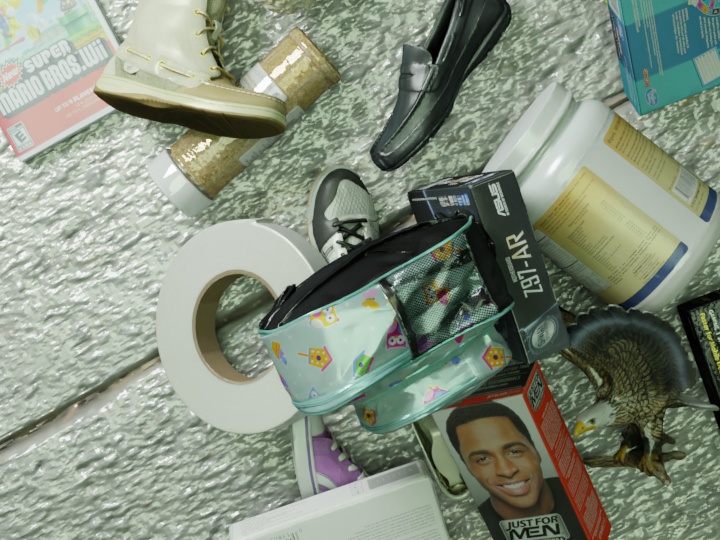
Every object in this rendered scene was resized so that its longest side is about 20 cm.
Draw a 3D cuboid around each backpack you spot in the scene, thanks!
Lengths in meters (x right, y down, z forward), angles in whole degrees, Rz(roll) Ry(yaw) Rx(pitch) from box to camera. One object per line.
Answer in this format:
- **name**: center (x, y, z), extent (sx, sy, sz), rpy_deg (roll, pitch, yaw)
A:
- **backpack**: center (0.019, 0.051, 1.062), extent (0.198, 0.176, 0.155), rpy_deg (-21, 95, -10)

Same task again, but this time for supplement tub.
- **supplement tub**: center (0.220, -0.066, 1.172), extent (0.199, 0.144, 0.145), rpy_deg (37, 96, -3)

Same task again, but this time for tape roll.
- **tape roll**: center (-0.106, 0.052, 1.200), extent (0.201, 0.037, 0.205), rpy_deg (1, 92, 30)

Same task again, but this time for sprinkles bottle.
- **sprinkles bottle**: center (-0.111, -0.140, 1.206), extent (0.200, 0.068, 0.068), rpy_deg (-43, 95, 5)

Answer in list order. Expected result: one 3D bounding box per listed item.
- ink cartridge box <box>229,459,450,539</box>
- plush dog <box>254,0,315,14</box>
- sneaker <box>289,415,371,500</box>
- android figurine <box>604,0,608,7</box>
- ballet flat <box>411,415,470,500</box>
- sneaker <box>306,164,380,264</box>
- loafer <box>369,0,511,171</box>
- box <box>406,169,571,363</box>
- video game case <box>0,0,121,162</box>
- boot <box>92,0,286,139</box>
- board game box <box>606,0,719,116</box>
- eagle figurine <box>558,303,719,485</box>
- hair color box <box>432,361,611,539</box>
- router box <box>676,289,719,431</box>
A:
- **ink cartridge box**: center (-0.006, 0.297, 1.215), extent (0.198, 0.045, 0.178), rpy_deg (-18, 107, -3)
- **plush dog**: center (-0.056, -0.364, 1.145), extent (0.200, 0.160, 0.172), rpy_deg (50, 59, -4)
- **sneaker**: center (-0.005, 0.206, 1.250), extent (0.113, 0.073, 0.202), rpy_deg (-14, 107, -1)
- **android figurine**: center (0.290, -0.336, 1.190), extent (0.180, 0.041, 0.202), rpy_deg (16, 96, -1)
- **ballet flat**: center (0.071, 0.134, 1.237), extent (0.069, 0.069, 0.202), rpy_deg (-21, 96, 3)
- **sneaker**: center (0.000, 0.000, 1.203), extent (0.075, 0.088, 0.202), rpy_deg (-10, 99, -22)
- **loafer**: center (0.063, -0.187, 1.193), extent (0.070, 0.068, 0.201), rpy_deg (34, 90, -21)
- **box**: center (0.112, -0.006, 1.152), extent (0.043, 0.200, 0.162), rpy_deg (-21, 97, -12)
- **video game case**: center (-0.316, -0.227, 1.223), extent (0.142, 0.017, 0.201), rpy_deg (-28, 95, 4)
- **boot**: center (-0.138, -0.208, 1.161), extent (0.198, 0.072, 0.156), rpy_deg (14, 78, 25)
- **board game box**: center (0.330, -0.246, 1.159), extent (0.198, 0.047, 0.152), rpy_deg (-21, 133, 3)
- **eagle figurine**: center (0.239, 0.100, 1.182), extent (0.151, 0.151, 0.202), rpy_deg (-16, 102, 23)
- **hair color box**: center (0.155, 0.191, 1.205), extent (0.101, 0.061, 0.201), rpy_deg (-15, 112, 31)
- **router box**: center (0.413, 0.103, 1.235), extent (0.148, 0.051, 0.202), rpy_deg (-21, 96, 2)
